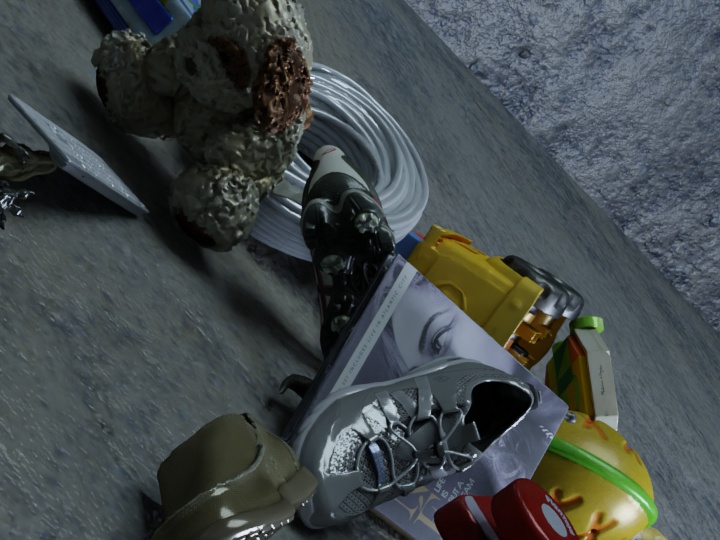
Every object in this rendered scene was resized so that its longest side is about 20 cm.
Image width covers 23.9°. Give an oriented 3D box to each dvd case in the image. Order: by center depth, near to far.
[{"bbox_3d":[0.050,0.105,1.169,0.200,0.149,0.016,41,-18,-32],"label":"dvd case"}]

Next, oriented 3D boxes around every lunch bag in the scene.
[{"bbox_3d":[-0.167,-0.228,1.488,0.200,0.082,0.161,55,13,20],"label":"lunch bag"}]

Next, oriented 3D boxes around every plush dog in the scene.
[{"bbox_3d":[-0.084,-0.139,1.226,0.160,0.172,0.200,-18,61,-29],"label":"plush dog"}]

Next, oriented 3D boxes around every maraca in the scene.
[{"bbox_3d":[0.155,0.162,1.403,0.200,0.107,0.137,32,-24,-14],"label":"maraca"}]

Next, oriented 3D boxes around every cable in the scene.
[{"bbox_3d":[-0.040,-0.090,1.408,0.200,0.069,0.200,38,36,-7],"label":"cable"}]

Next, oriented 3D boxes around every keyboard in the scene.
[{"bbox_3d":[-0.178,-0.071,1.092,0.056,0.011,0.200,53,1,9],"label":"keyboard"}]

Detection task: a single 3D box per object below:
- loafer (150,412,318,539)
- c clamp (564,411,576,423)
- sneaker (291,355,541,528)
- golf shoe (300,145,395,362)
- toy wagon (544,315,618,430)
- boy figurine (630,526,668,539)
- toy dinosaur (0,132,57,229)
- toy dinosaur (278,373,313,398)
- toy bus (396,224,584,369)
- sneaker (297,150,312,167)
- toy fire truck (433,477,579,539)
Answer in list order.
[{"bbox_3d":[-0.075,0.117,0.877,0.067,0.076,0.200,49,4,4],"label":"loafer"},{"bbox_3d":[0.059,0.066,1.374,0.171,0.027,0.200,33,-6,-26],"label":"c clamp"},{"bbox_3d":[0.035,0.101,1.080,0.200,0.082,0.075,-30,110,-42],"label":"sneaker"},{"bbox_3d":[0.000,0.000,1.256,0.088,0.077,0.200,-102,-178,-48],"label":"golf shoe"},{"bbox_3d":[0.207,0.140,1.632,0.200,0.039,0.155,111,-24,-67],"label":"toy wagon"},{"bbox_3d":[0.249,0.272,1.472,0.200,0.064,0.125,-53,122,-78],"label":"boy figurine"},{"bbox_3d":[-0.227,-0.074,0.942,0.088,0.047,0.200,37,-1,34],"label":"toy dinosaur"},{"bbox_3d":[0.021,0.097,1.199,0.077,0.103,0.200,12,10,32],"label":"toy dinosaur"},{"bbox_3d":[0.087,0.026,1.553,0.192,0.136,0.200,36,8,17],"label":"toy bus"},{"bbox_3d":[-0.034,-0.081,1.578,0.088,0.076,0.200,37,8,11],"label":"sneaker"},{"bbox_3d":[0.124,0.227,1.099,0.200,0.112,0.168,56,18,21],"label":"toy fire truck"}]
